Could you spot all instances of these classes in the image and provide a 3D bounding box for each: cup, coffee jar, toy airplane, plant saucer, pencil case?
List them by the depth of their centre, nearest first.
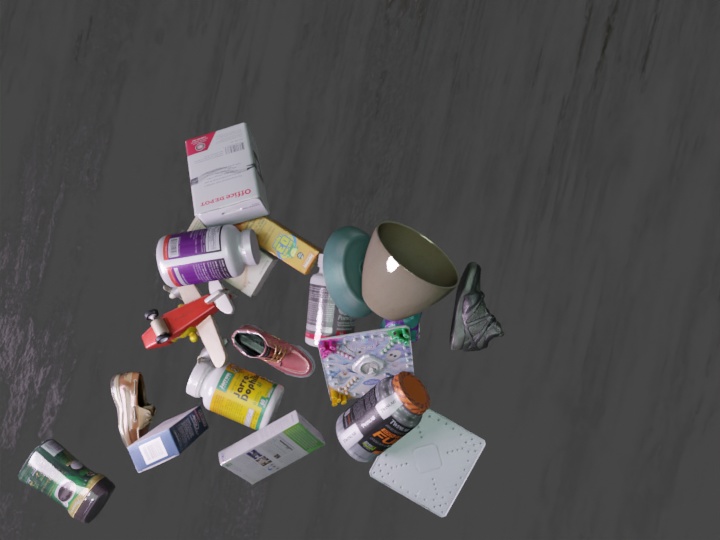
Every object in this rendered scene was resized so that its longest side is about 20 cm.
[{"bbox_3d":[0.082,0.018,1.222,0.199,0.200,0.144,34,117,1],"label":"cup"},{"bbox_3d":[0.000,0.000,1.292,0.036,0.199,0.202,-10,91,40],"label":"plant saucer"},{"bbox_3d":[-0.362,0.101,1.332,0.197,0.141,0.202,13,70,6],"label":"toy airplane"},{"bbox_3d":[0.117,0.061,1.336,0.092,0.085,0.202,21,92,3],"label":"pencil case"},{"bbox_3d":[-0.673,0.487,1.381,0.199,0.085,0.105,34,89,2],"label":"coffee jar"}]

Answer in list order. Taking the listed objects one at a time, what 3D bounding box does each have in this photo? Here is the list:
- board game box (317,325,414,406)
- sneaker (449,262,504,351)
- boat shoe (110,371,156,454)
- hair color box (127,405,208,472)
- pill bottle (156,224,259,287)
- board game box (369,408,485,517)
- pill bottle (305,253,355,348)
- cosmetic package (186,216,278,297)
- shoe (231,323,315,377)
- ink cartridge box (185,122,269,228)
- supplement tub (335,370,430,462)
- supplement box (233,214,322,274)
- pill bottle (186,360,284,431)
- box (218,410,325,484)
[{"bbox_3d":[0.018,0.214,1.312,0.197,0.026,0.202,-9,128,0],"label":"board game box"},{"bbox_3d":[0.267,0.085,1.336,0.113,0.076,0.202,7,95,1],"label":"sneaker"},{"bbox_3d":[-0.513,0.330,1.376,0.073,0.076,0.202,-15,92,0],"label":"boat shoe"},{"bbox_3d":[-0.413,0.364,1.308,0.099,0.200,0.061,-24,90,3],"label":"hair color box"},{"bbox_3d":[-0.319,-0.033,1.267,0.198,0.112,0.114,-9,91,3],"label":"pill bottle"},{"bbox_3d":[0.152,0.424,1.366,0.199,0.026,0.201,29,93,1],"label":"board game box"},{"bbox_3d":[-0.061,0.066,1.330,0.109,0.111,0.203,5,92,2],"label":"pill bottle"},{"bbox_3d":[-0.299,-0.036,1.358,0.199,0.073,0.104,31,93,2],"label":"cosmetic package"},{"bbox_3d":[-0.197,0.187,1.349,0.199,0.091,0.072,29,93,1],"label":"shoe"},{"bbox_3d":[-0.291,-0.203,1.310,0.144,0.084,0.202,-15,66,3],"label":"ink cartridge box"},{"bbox_3d":[0.050,0.314,1.298,0.123,0.123,0.200,45,115,1],"label":"supplement tub"},{"bbox_3d":[-0.185,-0.070,1.355,0.199,0.069,0.067,32,93,0],"label":"supplement box"},{"bbox_3d":[-0.281,0.274,1.344,0.198,0.113,0.114,23,92,2],"label":"pill bottle"},{"bbox_3d":[-0.195,0.397,1.337,0.199,0.145,0.037,-28,49,3],"label":"box"}]
